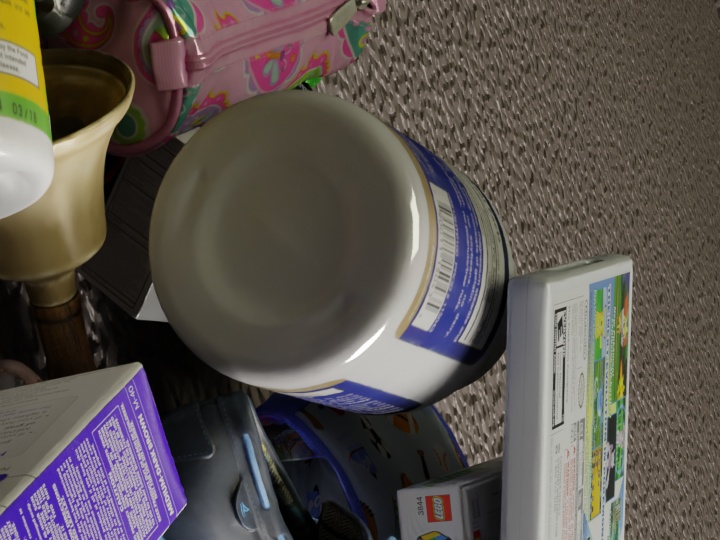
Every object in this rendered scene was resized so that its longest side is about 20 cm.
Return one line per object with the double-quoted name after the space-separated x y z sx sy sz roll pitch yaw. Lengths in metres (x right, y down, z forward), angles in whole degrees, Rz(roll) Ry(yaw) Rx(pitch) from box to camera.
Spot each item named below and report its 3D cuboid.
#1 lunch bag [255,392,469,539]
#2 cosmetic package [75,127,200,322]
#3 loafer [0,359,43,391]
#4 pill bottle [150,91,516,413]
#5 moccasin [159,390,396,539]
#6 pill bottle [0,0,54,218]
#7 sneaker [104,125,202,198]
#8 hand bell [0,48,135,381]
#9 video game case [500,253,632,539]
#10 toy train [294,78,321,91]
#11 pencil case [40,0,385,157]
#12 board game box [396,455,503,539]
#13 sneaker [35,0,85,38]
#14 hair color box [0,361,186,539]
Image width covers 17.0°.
-0.009 0.146 1.167 0.170 0.123 0.202 -30 113 -69 "lunch bag"
-0.042 -0.017 1.162 0.199 0.051 0.083 9 113 -54 "cosmetic package"
-0.101 0.112 1.008 0.063 0.071 0.200 -91 155 -42 "loafer"
0.000 0.000 1.051 0.200 0.119 0.121 25 54 -69 "pill bottle"
-0.022 0.128 0.987 0.200 0.068 0.081 53 10 -41 "moccasin"
-0.177 -0.121 0.881 0.111 0.110 0.202 25 54 -66 "pill bottle"
-0.087 -0.063 1.198 0.087 0.074 0.200 49 14 30 "sneaker"
-0.127 0.021 1.006 0.104 0.103 0.202 -69 153 -59 "hand bell"
0.095 0.098 1.111 0.182 0.022 0.202 -11 103 -72 "video game case"
-0.074 -0.111 1.253 0.200 0.056 0.042 38 38 -62 "toy train"
-0.064 -0.112 1.090 0.200 0.087 0.088 -28 104 -59 "pencil case"
0.067 0.156 1.140 0.200 0.034 0.128 0 85 -72 "board game box"
-0.131 -0.196 0.971 0.090 0.070 0.202 -16 87 -43 "sneaker"
-0.145 0.102 0.823 0.200 0.108 0.065 -48 123 -67 "hair color box"
